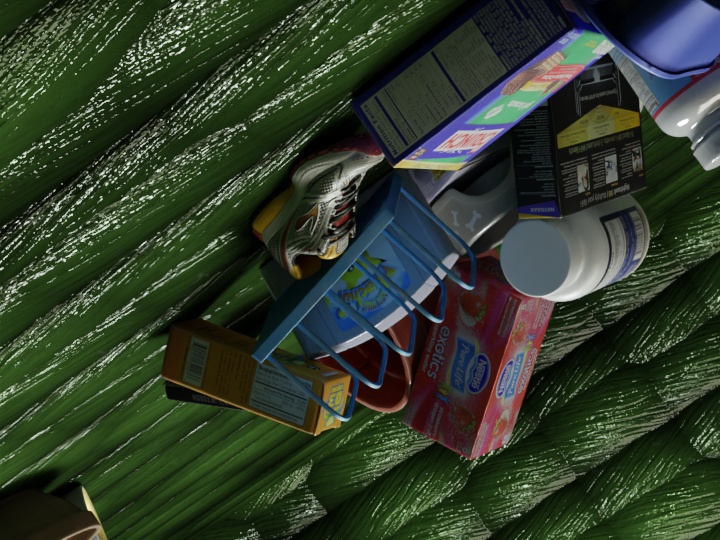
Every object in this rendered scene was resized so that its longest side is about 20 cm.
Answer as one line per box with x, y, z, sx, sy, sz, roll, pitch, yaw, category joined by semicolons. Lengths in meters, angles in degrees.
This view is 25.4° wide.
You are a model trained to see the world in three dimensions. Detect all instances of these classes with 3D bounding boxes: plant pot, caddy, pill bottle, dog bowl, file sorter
-0.444;0.347;2.073;0.200;0.093;0.201;-31;169;-6;plant pot
0.054;0.029;1.883;0.195;0.201;0.201;-36;172;-29;plant pot
0.255;-0.236;1.373;0.105;0.142;0.200;-45;164;32;caddy
0.229;-0.028;1.731;0.111;0.111;0.200;-39;168;30;pill bottle
0.166;-0.085;1.750;0.199;0.059;0.200;-33;171;-6;dog bowl
0.304;-0.200;1.513;0.108;0.201;0.109;-32;170;-6;pill bottle
0.008;0.028;1.591;0.200;0.123;0.139;-48;-171;17;file sorter

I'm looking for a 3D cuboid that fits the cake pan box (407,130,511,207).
0.126;-0.118;1.776;0.199;0.052;0.184;-26;170;-32;cake pan box

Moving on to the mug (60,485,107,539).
-0.434;0.408;2.267;0.152;0.150;0.187;-23;162;-8;mug

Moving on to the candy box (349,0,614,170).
0.113;-0.173;1.403;0.200;0.077;0.169;-36;170;21;candy box

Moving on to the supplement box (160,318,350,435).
-0.113;0.113;1.719;0.066;0.199;0.069;-10;117;-64;supplement box

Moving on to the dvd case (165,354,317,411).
-0.121;0.136;1.978;0.199;0.025;0.150;3;-163;42;dvd case

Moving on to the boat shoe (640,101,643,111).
0.302;-0.226;1.762;0.074;0.062;0.200;-10;151;-25;boat shoe

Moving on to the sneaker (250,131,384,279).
-0.026;-0.061;1.487;0.078;0.082;0.200;-25;166;-36;sneaker

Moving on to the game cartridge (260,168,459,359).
0.000;0.000;1.701;0.200;0.134;0.040;-36;163;15;game cartridge

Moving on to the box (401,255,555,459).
0.133;0.095;1.784;0.095;0.099;0.201;-13;125;-56;box

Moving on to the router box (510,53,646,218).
0.223;-0.146;1.634;0.052;0.158;0.200;0;-170;35;router box
